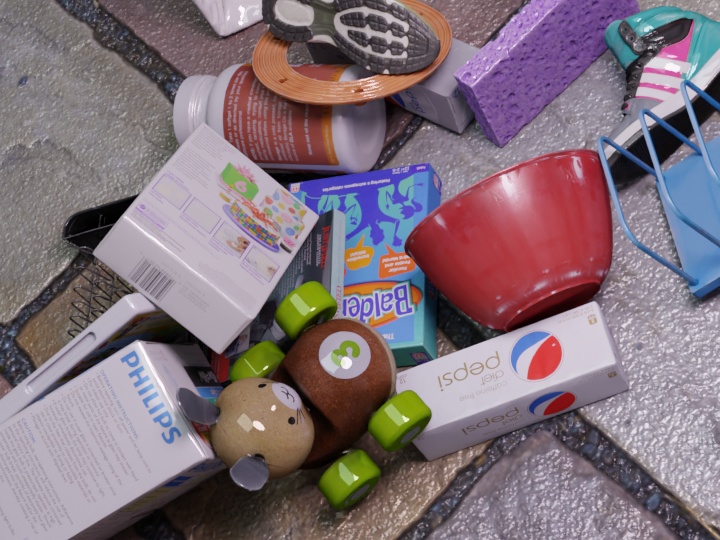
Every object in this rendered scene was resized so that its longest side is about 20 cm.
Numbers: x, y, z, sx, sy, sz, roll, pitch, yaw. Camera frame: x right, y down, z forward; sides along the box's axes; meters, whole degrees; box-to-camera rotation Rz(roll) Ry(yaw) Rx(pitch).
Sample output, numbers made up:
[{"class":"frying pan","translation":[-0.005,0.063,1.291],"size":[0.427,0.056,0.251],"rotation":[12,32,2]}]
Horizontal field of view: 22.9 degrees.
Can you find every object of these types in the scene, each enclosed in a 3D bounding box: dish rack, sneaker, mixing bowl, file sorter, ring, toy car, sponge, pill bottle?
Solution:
[{"class":"dish rack","translation":[-0.233,0.024,1.798],"size":[0.153,0.055,0.200],"rotation":[-15,58,27]},{"class":"sneaker","translation":[0.003,-0.250,1.735],"size":[0.200,0.077,0.089],"rotation":[24,31,29]},{"class":"mixing bowl","translation":[0.152,-0.014,1.605],"size":[0.200,0.200,0.109],"rotation":[-27,73,6]},{"class":"file sorter","translation":[0.326,-0.100,1.554],"size":[0.200,0.123,0.139],"rotation":[-35,47,28]},{"class":"ring","translation":[-0.008,-0.215,1.755],"size":[0.200,0.019,0.201],"rotation":[-6,38,5]},{"class":"toy car","translation":[-0.070,0.122,1.537],"size":[0.164,0.200,0.158],"rotation":[49,120,18]},{"class":"sponge","translation":[0.185,-0.221,1.739],"size":[0.200,0.112,0.030],"rotation":[-44,54,-5]},{"class":"sneaker","translation":[0.268,-0.180,1.697],"size":[0.200,0.084,0.121],"rotation":[-42,60,-13]},{"class":"pill bottle","translation":[-0.084,-0.155,1.813],"size":[0.200,0.112,0.112],"rotation":[4,64,23]}]

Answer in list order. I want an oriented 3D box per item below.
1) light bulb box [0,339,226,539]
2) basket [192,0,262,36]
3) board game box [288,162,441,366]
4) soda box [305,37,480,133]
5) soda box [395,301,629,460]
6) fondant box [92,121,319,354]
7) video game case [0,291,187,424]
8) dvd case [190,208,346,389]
[{"class":"light bulb box","translation":[-0.226,0.164,1.622],"size":[0.200,0.198,0.125],"rotation":[-31,82,7]},{"class":"basket","translation":[-0.120,-0.396,1.914],"size":[0.198,0.200,0.161],"rotation":[-24,51,8]},{"class":"board game box","translation":[0.000,0.000,1.733],"size":[0.152,0.045,0.200],"rotation":[-8,61,19]},{"class":"soda box","translation":[0.038,-0.215,1.823],"size":[0.200,0.063,0.068],"rotation":[27,69,32]},{"class":"soda box","translation":[0.136,0.101,1.611],"size":[0.200,0.064,0.068],"rotation":[-21,58,11]},{"class":"fondant box","translation":[-0.135,-0.033,1.609],"size":[0.058,0.144,0.200],"rotation":[-47,7,33]},{"class":"video game case","translation":[-0.225,0.072,1.641],"size":[0.182,0.200,0.023],"rotation":[-38,80,20]},{"class":"dvd case","translation":[-0.094,0.037,1.722],"size":[0.200,0.022,0.146],"rotation":[-24,52,38]}]
